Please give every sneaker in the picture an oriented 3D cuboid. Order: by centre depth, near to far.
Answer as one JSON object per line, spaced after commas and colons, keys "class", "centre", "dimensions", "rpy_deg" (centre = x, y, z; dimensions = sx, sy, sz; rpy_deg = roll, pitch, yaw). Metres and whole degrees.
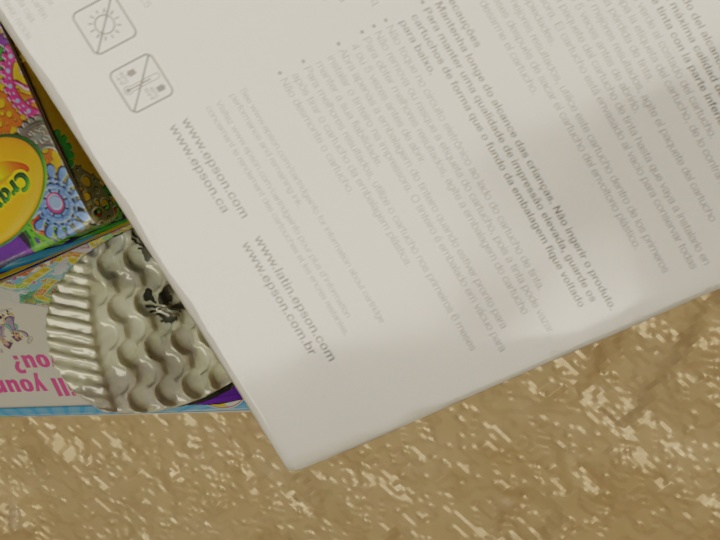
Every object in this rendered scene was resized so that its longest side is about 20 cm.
{"class": "sneaker", "centre": [0.000, -0.001, 0.891], "dimensions": [0.200, 0.100, 0.070], "rpy_deg": [-11, 85, -2]}

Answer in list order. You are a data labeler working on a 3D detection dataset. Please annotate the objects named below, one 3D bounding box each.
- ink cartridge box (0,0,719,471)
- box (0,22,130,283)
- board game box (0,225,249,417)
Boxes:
{"class": "ink cartridge box", "centre": [0.021, -0.072, 0.641], "dimensions": [0.200, 0.041, 0.200], "rpy_deg": [-24, 110, 20]}
{"class": "box", "centre": [-0.119, -0.057, 0.811], "dimensions": [0.200, 0.193, 0.122], "rpy_deg": [-23, 93, 34]}
{"class": "board game box", "centre": [-0.125, -0.010, 0.989], "dimensions": [0.200, 0.034, 0.135], "rpy_deg": [-3, 123, 31]}
